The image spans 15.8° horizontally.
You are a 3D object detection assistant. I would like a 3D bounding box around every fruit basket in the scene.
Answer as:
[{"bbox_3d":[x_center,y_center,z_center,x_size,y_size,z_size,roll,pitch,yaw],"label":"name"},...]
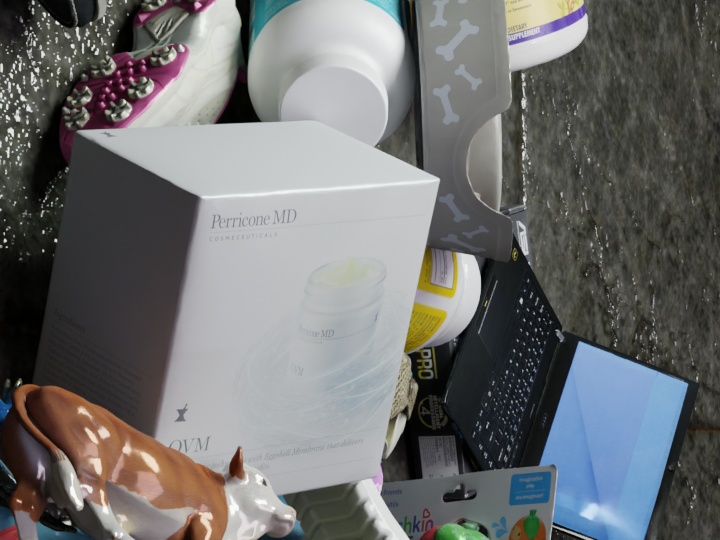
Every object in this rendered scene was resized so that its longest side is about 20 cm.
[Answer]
[{"bbox_3d":[0.052,0.235,1.784,0.093,0.185,0.201,18,71,-43],"label":"fruit basket"}]

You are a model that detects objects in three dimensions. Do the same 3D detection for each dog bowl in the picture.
[{"bbox_3d":[0.066,-0.105,1.718,0.200,0.058,0.201,177,-90,-89],"label":"dog bowl"}]

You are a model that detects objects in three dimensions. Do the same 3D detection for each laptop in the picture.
[{"bbox_3d":[0.161,0.093,1.966,0.200,0.103,0.178,60,39,-40],"label":"laptop"}]

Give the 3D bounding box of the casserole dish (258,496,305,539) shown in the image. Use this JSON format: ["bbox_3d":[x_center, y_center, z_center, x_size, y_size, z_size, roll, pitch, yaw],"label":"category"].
[{"bbox_3d":[-0.073,0.113,1.725,0.200,0.039,0.122,34,57,-52],"label":"casserole dish"}]

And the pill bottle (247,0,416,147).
[{"bbox_3d":[-0.019,-0.146,1.711,0.200,0.110,0.111,-92,162,-61],"label":"pill bottle"}]

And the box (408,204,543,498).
[{"bbox_3d":[0.086,0.060,1.988,0.161,0.049,0.201,-19,103,-62],"label":"box"}]

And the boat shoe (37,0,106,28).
[{"bbox_3d":[-0.214,-0.205,1.500,0.066,0.074,0.200,-48,140,-21],"label":"boat shoe"}]

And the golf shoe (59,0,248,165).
[{"bbox_3d":[-0.121,-0.109,1.640,0.200,0.075,0.092,-57,136,-44],"label":"golf shoe"}]

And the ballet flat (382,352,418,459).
[{"bbox_3d":[0.006,0.093,1.772,0.200,0.067,0.076,86,4,-82],"label":"ballet flat"}]

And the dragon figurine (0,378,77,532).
[{"bbox_3d":[-0.230,0.064,1.407,0.201,0.059,0.099,66,22,9],"label":"dragon figurine"}]

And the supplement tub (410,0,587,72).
[{"bbox_3d":[0.082,-0.253,1.927,0.145,0.145,0.201,-35,116,-55],"label":"supplement tub"}]

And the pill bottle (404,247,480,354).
[{"bbox_3d":[0.000,0.000,1.789,0.200,0.112,0.113,16,73,-58],"label":"pill bottle"}]

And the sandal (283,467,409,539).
[{"bbox_3d":[-0.009,0.137,1.674,0.050,0.082,0.204,-12,72,-45],"label":"sandal"}]

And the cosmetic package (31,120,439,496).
[{"bbox_3d":[-0.076,0.024,1.547,0.199,0.123,0.201,-6,113,-45],"label":"cosmetic package"}]

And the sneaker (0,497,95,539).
[{"bbox_3d":[-0.190,0.187,1.481,0.199,0.079,0.096,21,75,-37],"label":"sneaker"}]

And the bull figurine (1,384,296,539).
[{"bbox_3d":[-0.115,0.132,1.406,0.200,0.065,0.122,29,33,-37],"label":"bull figurine"}]
